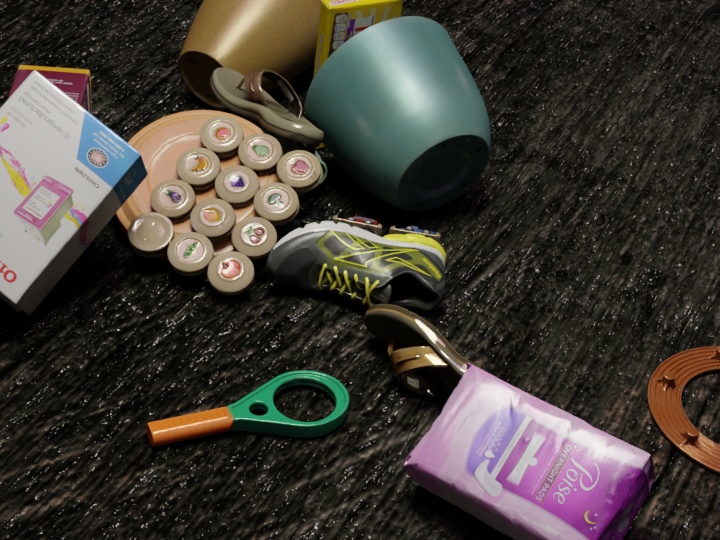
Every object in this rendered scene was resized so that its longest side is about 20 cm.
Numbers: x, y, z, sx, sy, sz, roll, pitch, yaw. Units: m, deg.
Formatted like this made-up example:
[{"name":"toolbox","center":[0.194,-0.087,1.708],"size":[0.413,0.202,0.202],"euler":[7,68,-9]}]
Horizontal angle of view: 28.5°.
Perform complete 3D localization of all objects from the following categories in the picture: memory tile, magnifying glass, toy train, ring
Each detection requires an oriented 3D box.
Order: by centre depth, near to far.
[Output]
[{"name":"magnifying glass","center":[-0.106,0.139,1.363],"size":[0.199,0.022,0.080],"euler":[-8,40,-22]},{"name":"ring","center":[0.392,0.140,1.440],"size":[0.200,0.019,0.201],"euler":[5,38,-4]},{"name":"memory tile","center":[-0.148,-0.075,1.549],"size":[0.153,0.017,0.200],"euler":[25,63,13]},{"name":"toy train","center":[-0.002,-0.042,1.604],"size":[0.199,0.034,0.046],"euler":[10,25,6]}]

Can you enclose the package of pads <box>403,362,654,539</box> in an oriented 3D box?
[{"name":"package of pads","center":[0.151,0.180,1.274],"size":[0.200,0.076,0.121],"euler":[27,73,25]}]

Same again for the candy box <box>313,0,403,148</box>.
[{"name":"candy box","center":[-0.008,-0.244,1.724],"size":[0.102,0.200,0.026],"euler":[-15,45,-26]}]

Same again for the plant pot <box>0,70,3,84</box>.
[{"name":"plant pot","center":[-0.574,-0.286,1.712],"size":[0.199,0.178,0.200],"euler":[16,39,13]}]

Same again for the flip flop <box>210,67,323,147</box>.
[{"name":"flip flop","center":[-0.105,-0.201,1.656],"size":[0.081,0.058,0.200],"euler":[6,20,-37]}]

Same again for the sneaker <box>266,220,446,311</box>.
[{"name":"sneaker","center":[0.000,0.000,1.513],"size":[0.199,0.075,0.085],"euler":[0,38,-9]}]

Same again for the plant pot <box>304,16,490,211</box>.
[{"name":"plant pot","center":[0.058,-0.167,1.650],"size":[0.200,0.201,0.161],"euler":[-15,55,-26]}]

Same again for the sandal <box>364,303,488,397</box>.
[{"name":"sandal","center":[0.069,0.100,1.407],"size":[0.054,0.080,0.200],"euler":[-40,59,-18]}]

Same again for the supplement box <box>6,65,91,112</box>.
[{"name":"supplement box","center":[-0.359,-0.134,1.601],"size":[0.085,0.111,0.200],"euler":[3,37,-4]}]

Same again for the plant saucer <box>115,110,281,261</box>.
[{"name":"plant saucer","center":[-0.181,-0.099,1.589],"size":[0.200,0.032,0.201],"euler":[0,60,0]}]

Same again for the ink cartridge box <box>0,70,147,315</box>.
[{"name":"ink cartridge box","center":[-0.336,-0.077,1.443],"size":[0.144,0.085,0.200],"euler":[38,81,2]}]

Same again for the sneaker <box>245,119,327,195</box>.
[{"name":"sneaker","center":[-0.137,-0.129,1.654],"size":[0.200,0.074,0.118],"euler":[-8,33,-23]}]

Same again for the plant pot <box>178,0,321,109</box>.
[{"name":"plant pot","center":[-0.140,-0.305,1.823],"size":[0.186,0.187,0.200],"euler":[24,54,21]}]
